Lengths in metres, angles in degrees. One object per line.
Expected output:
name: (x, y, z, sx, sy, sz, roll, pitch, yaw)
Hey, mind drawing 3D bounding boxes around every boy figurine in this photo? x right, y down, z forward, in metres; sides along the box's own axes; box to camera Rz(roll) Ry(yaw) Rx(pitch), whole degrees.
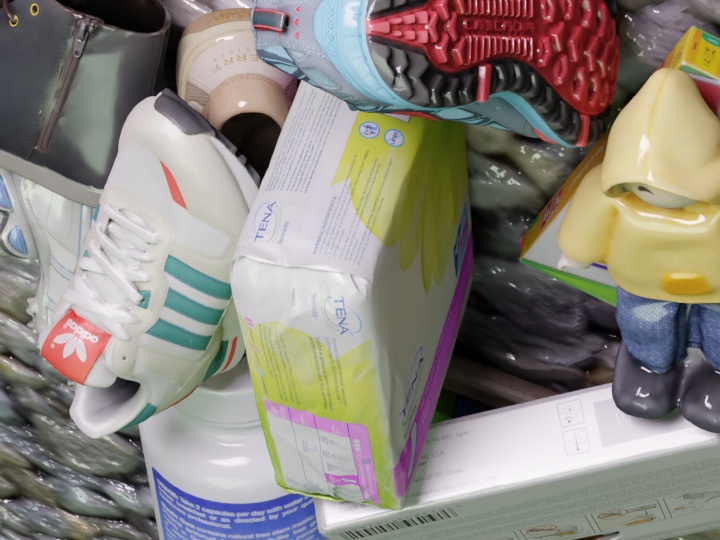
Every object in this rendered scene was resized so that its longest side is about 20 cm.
boy figurine: (0.143, -0.008, 1.124, 0.124, 0.065, 0.200, 13, 150, 16)

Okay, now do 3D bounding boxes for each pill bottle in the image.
pill bottle: (-0.057, 0.098, 1.368, 0.111, 0.112, 0.201, 11, 138, 13)

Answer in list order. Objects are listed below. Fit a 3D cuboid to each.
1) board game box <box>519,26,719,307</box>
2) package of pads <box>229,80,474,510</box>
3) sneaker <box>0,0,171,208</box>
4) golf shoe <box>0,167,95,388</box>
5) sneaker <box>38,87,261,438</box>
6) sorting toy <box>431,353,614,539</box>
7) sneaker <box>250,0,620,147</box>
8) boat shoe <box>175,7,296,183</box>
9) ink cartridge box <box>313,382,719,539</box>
board game box: (0.145, -0.030, 1.173, 0.095, 0.030, 0.200, 25, 150, -7)
package of pads: (0.000, 0.000, 1.173, 0.068, 0.155, 0.200, 11, 146, 14)
sneaker: (-0.173, -0.111, 1.197, 0.199, 0.075, 0.107, 19, 132, 9)
golf shoe: (-0.121, -0.002, 1.314, 0.097, 0.079, 0.200, 0, 145, 16)
sneaker: (-0.097, 0.007, 1.171, 0.070, 0.093, 0.200, 40, 151, 20)
sorting toy: (0.072, 0.115, 1.416, 0.184, 0.037, 0.200, 20, 148, -1)
sneaker: (0.032, -0.097, 1.047, 0.095, 0.080, 0.200, 6, 178, 35)
boat shoe: (-0.055, -0.033, 1.218, 0.071, 0.065, 0.200, -9, 143, -2)
ink cartridge box: (0.090, 0.107, 1.306, 0.199, 0.045, 0.176, -13, 161, 9)
